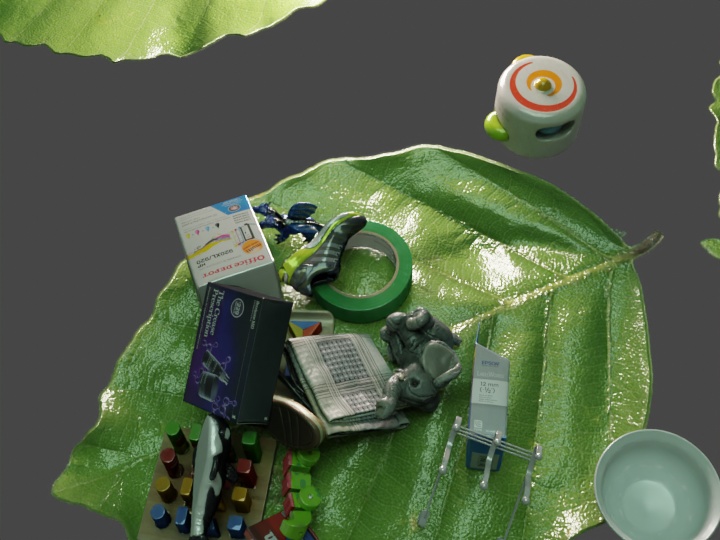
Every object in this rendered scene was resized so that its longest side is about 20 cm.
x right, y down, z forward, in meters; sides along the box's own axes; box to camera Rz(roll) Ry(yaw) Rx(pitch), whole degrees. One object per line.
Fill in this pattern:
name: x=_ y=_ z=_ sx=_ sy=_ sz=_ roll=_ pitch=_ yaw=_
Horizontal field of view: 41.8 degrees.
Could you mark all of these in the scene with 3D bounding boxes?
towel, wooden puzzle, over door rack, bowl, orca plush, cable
towel: x=-0.017 y=0.189 z=1.609 sx=0.190 sy=0.035 sz=0.202 roll=1 pitch=50 yaw=-41
wooden puzzle: x=-0.143 y=0.155 z=1.684 sx=0.182 sy=0.047 sz=0.203 roll=1 pitch=58 yaw=3
over door rack: x=0.183 y=0.342 z=1.456 sx=0.145 sy=0.203 sz=0.067 roll=19 pitch=19 yaw=4
bowl: x=0.464 y=0.364 z=1.499 sx=0.197 sy=0.091 sz=0.204 roll=-1 pitch=58 yaw=2
orca plush: x=-0.218 y=0.330 z=1.470 sx=0.070 sy=0.105 sz=0.204 roll=10 pitch=67 yaw=-26
cable: x=-0.096 y=0.216 z=1.624 sx=0.199 sy=0.050 sz=0.098 roll=41 pitch=97 yaw=13

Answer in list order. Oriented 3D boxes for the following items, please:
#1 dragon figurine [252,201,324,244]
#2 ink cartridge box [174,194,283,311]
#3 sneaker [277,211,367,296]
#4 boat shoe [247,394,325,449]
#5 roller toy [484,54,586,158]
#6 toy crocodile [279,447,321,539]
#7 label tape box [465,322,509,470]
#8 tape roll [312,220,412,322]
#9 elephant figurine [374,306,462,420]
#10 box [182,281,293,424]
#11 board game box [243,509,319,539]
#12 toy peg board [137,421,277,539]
dragon figurine: x=-0.112 y=-0.092 z=1.796 sx=0.196 sy=0.099 sz=0.060 roll=0 pitch=74 yaw=-16
ink cartridge box: x=-0.235 y=-0.004 z=1.708 sx=0.145 sy=0.146 sz=0.201 roll=-18 pitch=45 yaw=-10
sneaker: x=-0.056 y=-0.027 z=1.733 sx=0.200 sy=0.074 sz=0.081 roll=-43 pitch=71 yaw=-14
boat shoe: x=-0.124 y=0.237 z=1.561 sx=0.198 sy=0.073 sz=0.076 roll=19 pitch=14 yaw=37
roller toy: x=0.365 y=-0.338 z=1.920 sx=0.180 sy=0.141 sz=0.201 roll=23 pitch=61 yaw=16
toy crocodile: x=-0.103 y=0.345 z=1.531 sx=0.061 sy=0.068 sz=0.202 roll=14 pitch=43 yaw=-18
label tape box: x=0.214 y=0.211 z=1.574 sx=0.065 sy=0.144 sz=0.203 roll=6 pitch=58 yaw=8
tape roll: x=0.000 y=0.000 z=1.775 sx=0.196 sy=0.048 sz=0.203 roll=-1 pitch=58 yaw=2
elephant figurine: x=0.102 y=0.178 z=1.612 sx=0.153 sy=0.142 sz=0.202 roll=-16 pitch=50 yaw=10
box: x=-0.201 y=0.133 z=1.538 sx=0.139 sy=0.078 sz=0.204 roll=12 pitch=91 yaw=37
board game box: x=-0.086 y=0.465 z=1.471 sx=0.102 sy=0.020 sz=0.200 roll=-15 pitch=52 yaw=-44
toy peg board: x=-0.253 y=0.345 z=1.538 sx=0.196 sy=0.098 sz=0.202 roll=6 pitch=58 yaw=7
